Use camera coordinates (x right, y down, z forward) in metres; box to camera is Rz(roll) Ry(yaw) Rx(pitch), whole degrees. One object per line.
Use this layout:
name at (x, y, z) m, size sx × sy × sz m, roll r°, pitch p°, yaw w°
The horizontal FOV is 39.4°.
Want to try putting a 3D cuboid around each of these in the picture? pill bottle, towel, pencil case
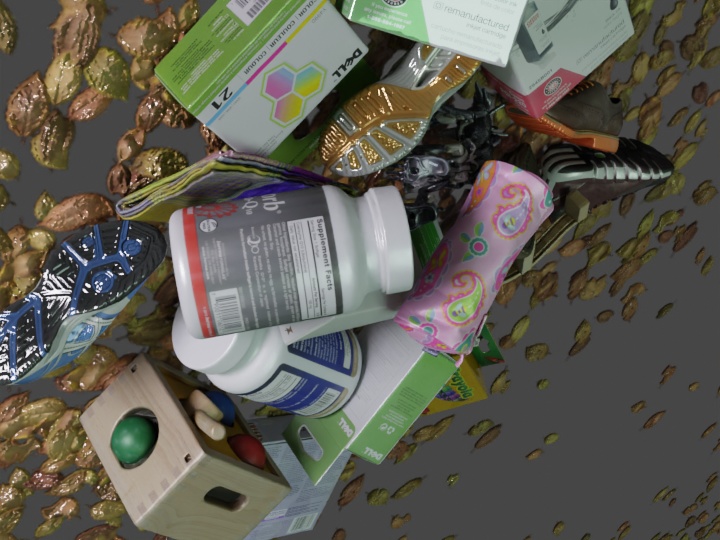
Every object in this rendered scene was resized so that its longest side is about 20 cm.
pill bottle at (-0.060, -0.012, 0.882) m, size 0.199 × 0.116 × 0.116 m, roll -10°, pitch 135°, yaw -6°
pill bottle at (-0.097, 0.081, 1.061) m, size 0.116 × 0.116 × 0.200 m, roll -50°, pitch 141°, yaw 9°
towel at (-0.110, -0.062, 0.926) m, size 0.143 × 0.023 × 0.200 m, roll -21°, pitch 162°, yaw 32°
pencil case at (0.113, -0.009, 0.989) m, size 0.087 × 0.087 × 0.201 m, roll 36°, pitch 83°, yaw -51°

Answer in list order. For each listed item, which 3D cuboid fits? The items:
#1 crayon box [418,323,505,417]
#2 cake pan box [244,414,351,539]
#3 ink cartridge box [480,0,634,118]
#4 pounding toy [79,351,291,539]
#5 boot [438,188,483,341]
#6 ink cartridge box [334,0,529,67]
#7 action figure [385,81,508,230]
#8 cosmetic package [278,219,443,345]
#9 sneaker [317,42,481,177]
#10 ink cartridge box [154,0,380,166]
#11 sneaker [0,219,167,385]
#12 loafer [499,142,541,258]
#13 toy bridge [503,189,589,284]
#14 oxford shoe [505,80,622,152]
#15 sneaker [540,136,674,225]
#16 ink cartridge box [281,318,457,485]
crayon box at (0.073, 0.129, 1.234) m, size 0.199 × 0.051 × 0.127 m, roll -18°, pitch 143°, yaw 14°
cake pan box at (-0.108, 0.265, 1.276) m, size 0.199 × 0.052 × 0.185 m, roll -1°, pitch 128°, yaw -40°
ink cartridge box at (0.176, -0.271, 0.994) m, size 0.146 × 0.085 × 0.200 m, roll -42°, pitch 140°, yaw -1°
pounding toy at (-0.172, 0.178, 1.030) m, size 0.142 × 0.184 × 0.200 m, roll -46°, pitch 142°, yaw 4°
boot at (0.135, 0.002, 1.220) m, size 0.167 × 0.072 × 0.200 m, roll -50°, pitch 138°, yaw 12°
ink cartridge box at (0.079, -0.288, 0.828) m, size 0.145 × 0.088 × 0.201 m, roll 15°, pitch 107°, yaw -13°
action figure at (0.083, -0.124, 1.041) m, size 0.200 × 0.102 × 0.119 m, roll -45°, pitch 140°, yaw -50°
cosmetic package at (0.000, 0.000, 1.038) m, size 0.200 × 0.108 × 0.085 m, roll -12°, pitch 168°, yaw -47°
sneaker at (0.045, -0.162, 0.965) m, size 0.200 × 0.076 × 0.088 m, roll -41°, pitch -177°, yaw 4°
ink cartridge box at (-0.059, -0.161, 0.898) m, size 0.148 × 0.076 × 0.200 m, roll -46°, pitch 140°, yaw 4°
sneaker at (-0.261, 0.028, 0.921) m, size 0.200 × 0.076 × 0.077 m, roll -39°, pitch 167°, yaw -8°
loafer at (0.161, -0.079, 1.120) m, size 0.067 × 0.200 × 0.076 m, roll -12°, pitch 116°, yaw 24°
toy bridge at (0.191, -0.023, 1.192) m, size 0.200 × 0.027 × 0.067 m, roll -33°, pitch 151°, yaw -16°
oxford shoe at (0.235, -0.187, 1.151) m, size 0.200 × 0.071 × 0.073 m, roll 6°, pitch 102°, yaw -49°
sneaker at (0.295, -0.103, 1.274) m, size 0.199 × 0.076 × 0.116 m, roll -3°, pitch 133°, yaw -26°
ink cartridge box at (0.009, 0.145, 1.128) m, size 0.059 × 0.104 × 0.200 m, roll 33°, pitch 98°, yaw -39°
